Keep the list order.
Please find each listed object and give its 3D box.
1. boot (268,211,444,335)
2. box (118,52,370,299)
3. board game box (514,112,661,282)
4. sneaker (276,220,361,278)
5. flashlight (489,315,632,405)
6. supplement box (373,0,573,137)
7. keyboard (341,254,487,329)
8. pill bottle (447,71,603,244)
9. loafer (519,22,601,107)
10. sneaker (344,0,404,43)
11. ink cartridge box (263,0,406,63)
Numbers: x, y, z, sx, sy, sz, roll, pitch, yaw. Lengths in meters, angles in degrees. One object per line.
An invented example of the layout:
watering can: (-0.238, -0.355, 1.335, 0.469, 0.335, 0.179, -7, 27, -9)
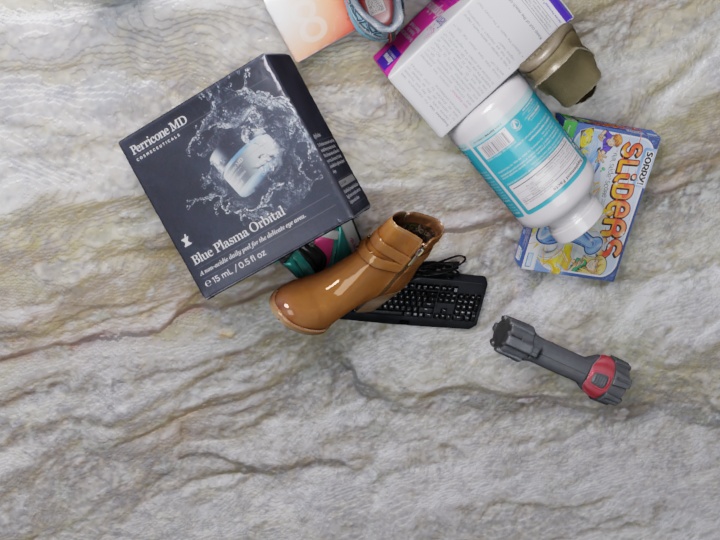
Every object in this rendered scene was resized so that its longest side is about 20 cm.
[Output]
boot: (0.000, 0.000, 1.327, 0.199, 0.077, 0.155, -4, 147, -44)
box: (-0.126, -0.106, 1.271, 0.196, 0.117, 0.201, -28, 94, 13)
board game box: (0.287, -0.090, 1.459, 0.134, 0.035, 0.202, 7, 112, -15)
sneaker: (-0.081, -0.067, 1.371, 0.120, 0.084, 0.201, -28, 118, -9)
flashlight: (0.267, 0.117, 1.536, 0.199, 0.068, 0.068, 24, 141, -16)
supplement box: (0.125, -0.265, 1.310, 0.200, 0.101, 0.103, -43, 115, 9)
keyboard: (0.067, 0.029, 1.465, 0.198, 0.040, 0.105, 4, 114, -14)
pill bottle: (0.201, -0.128, 1.356, 0.111, 0.111, 0.200, -39, 103, 7)
loafer: (0.236, -0.228, 1.298, 0.076, 0.200, 0.068, -44, 81, 21)
sneaker: (0.001, -0.338, 1.209, 0.079, 0.096, 0.201, -29, 109, 0)
ink cartridge box: (-0.049, -0.356, 1.263, 0.161, 0.050, 0.201, -29, 119, 2)
